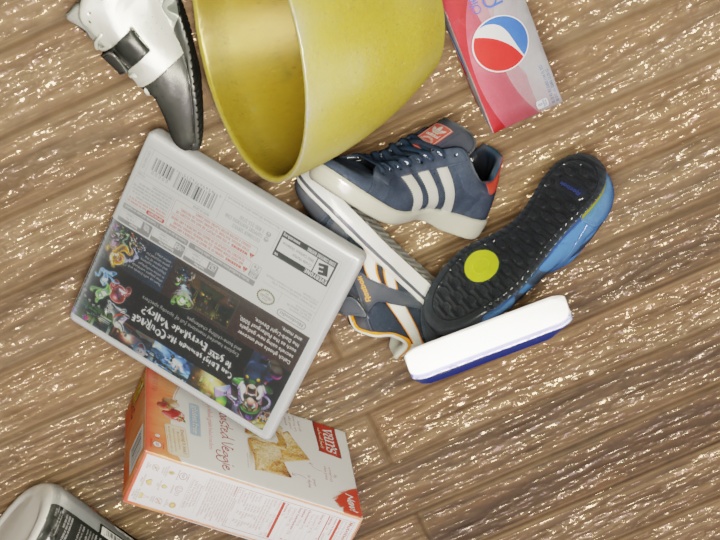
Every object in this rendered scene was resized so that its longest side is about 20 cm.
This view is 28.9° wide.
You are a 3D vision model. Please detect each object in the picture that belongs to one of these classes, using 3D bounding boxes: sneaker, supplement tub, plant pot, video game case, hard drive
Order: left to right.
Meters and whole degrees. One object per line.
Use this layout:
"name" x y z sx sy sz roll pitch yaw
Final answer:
"supplement tub" -0.239 0.291 1.256 0.122 0.123 0.200 -42 115 13
"sneaker" -0.173 -0.182 1.059 0.087 0.074 0.202 -15 108 -1
"video game case" -0.119 0.013 1.137 0.199 0.023 0.183 30 112 5
"plant pot" -0.022 -0.180 1.029 0.141 0.200 0.202 -17 120 -23
"sneaker" 0.000 0.000 1.169 0.079 0.079 0.200 -41 116 8
"sneaker" 0.041 -0.084 1.109 0.199 0.075 0.085 7 113 -51
"hard drive" 0.105 0.061 1.157 0.131 0.200 0.026 -21 83 2
"sneaker" 0.139 -0.008 1.170 0.200 0.066 0.079 -43 148 -8

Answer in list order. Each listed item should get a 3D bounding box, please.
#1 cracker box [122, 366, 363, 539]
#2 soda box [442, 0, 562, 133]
"cracker box" -0.103 0.167 1.207 0.198 0.134 0.058 21 112 -18
"soda box" 0.090 -0.213 1.079 0.063 0.070 0.201 -23 118 5
